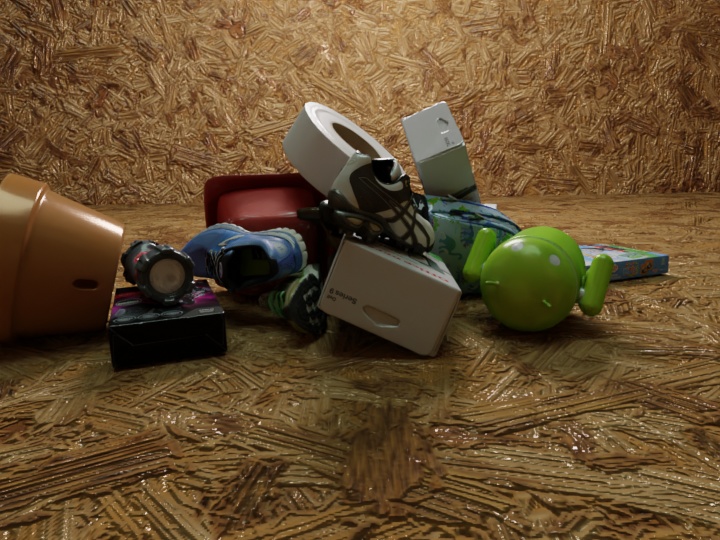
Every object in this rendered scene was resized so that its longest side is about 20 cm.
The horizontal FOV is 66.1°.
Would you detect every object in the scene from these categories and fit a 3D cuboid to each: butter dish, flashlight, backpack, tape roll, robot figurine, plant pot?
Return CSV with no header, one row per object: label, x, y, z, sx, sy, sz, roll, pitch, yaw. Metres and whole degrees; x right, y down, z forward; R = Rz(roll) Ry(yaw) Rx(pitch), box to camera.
butter dish,-0.137,-0.032,0.851,0.195,0.203,0.149,-3,33,-11
flashlight,-0.263,-0.008,0.705,0.067,0.069,0.199,-9,14,-27
backpack,0.158,-0.033,0.869,0.196,0.166,0.154,1,18,-26
tape roll,-0.022,-0.173,0.872,0.201,0.071,0.203,33,23,-16
robot figurine,0.221,0.009,0.705,0.173,0.118,0.199,18,19,24
plant pot,-0.379,-0.004,0.693,0.138,0.204,0.200,12,5,-24

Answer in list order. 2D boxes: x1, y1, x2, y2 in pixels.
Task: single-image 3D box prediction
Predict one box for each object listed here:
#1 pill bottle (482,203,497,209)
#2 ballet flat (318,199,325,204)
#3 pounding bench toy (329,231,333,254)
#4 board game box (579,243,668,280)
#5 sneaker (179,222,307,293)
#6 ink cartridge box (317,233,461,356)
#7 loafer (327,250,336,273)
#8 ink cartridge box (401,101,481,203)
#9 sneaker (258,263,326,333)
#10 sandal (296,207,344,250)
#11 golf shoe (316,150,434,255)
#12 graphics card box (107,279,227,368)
pill bottle,0.204,-0.100,1.241,0.196,0.116,0.114,2,12,15
ballet flat,0.008,-0.073,0.939,0.197,0.071,0.069,23,8,-9
pounding bench toy,-0.003,-0.071,1.030,0.196,0.159,0.124,10,8,-13
board game box,0.424,-0.015,1.003,0.196,0.037,0.151,-7,13,-22
sneaker,-0.173,-0.018,0.737,0.196,0.080,0.089,-3,17,28
ink cartridge box,0.034,0.012,0.682,0.144,0.085,0.200,23,11,-4
loafer,0.000,0.000,0.873,0.068,0.077,0.200,-2,11,16
ink cartridge box,0.145,-0.156,0.941,0.083,0.202,0.146,-20,41,8
sneaker,-0.092,0.044,0.725,0.087,0.078,0.200,-14,6,3
sandal,-0.022,-0.052,0.829,0.080,0.056,0.199,-2,-14,24
golf shoe,0.041,-0.077,0.645,0.077,0.096,0.199,28,11,33
graphics card box,-0.239,0.057,0.684,0.123,0.052,0.200,-5,13,-20
